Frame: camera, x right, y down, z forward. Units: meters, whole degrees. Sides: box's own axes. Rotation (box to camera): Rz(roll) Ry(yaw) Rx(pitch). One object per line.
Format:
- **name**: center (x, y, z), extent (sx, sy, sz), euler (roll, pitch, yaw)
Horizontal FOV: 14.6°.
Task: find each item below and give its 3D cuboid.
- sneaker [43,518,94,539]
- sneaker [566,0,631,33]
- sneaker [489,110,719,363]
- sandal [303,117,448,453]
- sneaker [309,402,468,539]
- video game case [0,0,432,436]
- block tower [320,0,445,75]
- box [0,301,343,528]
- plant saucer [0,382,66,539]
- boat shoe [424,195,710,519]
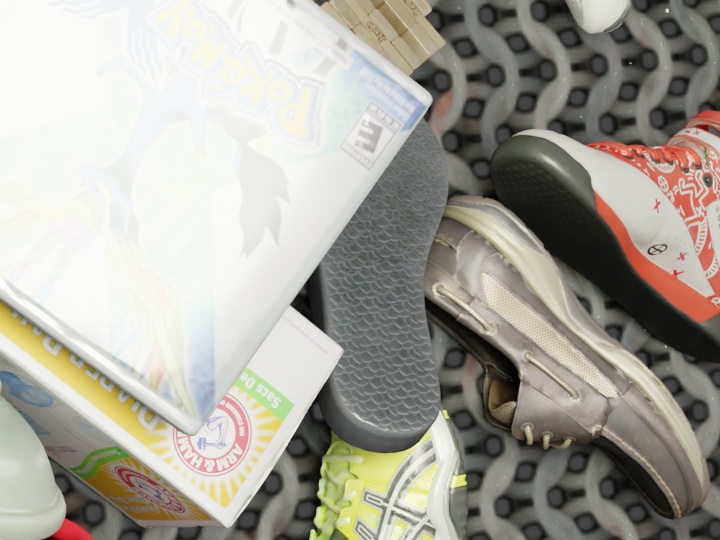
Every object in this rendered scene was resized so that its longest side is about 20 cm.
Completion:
- **sneaker**: center (-0.134, 0.177, 1.261), extent (0.200, 0.115, 0.078), euler (48, 68, -14)
- **sneaker**: center (0.076, -0.208, 1.432), extent (0.087, 0.075, 0.200), euler (-25, 90, -13)
- **sneaker**: center (0.147, -0.046, 1.426), extent (0.201, 0.067, 0.108), euler (39, 68, -38)
- **sandal**: center (-0.001, 0.000, 1.356), extent (0.076, 0.043, 0.200), euler (14, 54, -16)
- **sneaker**: center (0.005, 0.132, 1.356), extent (0.076, 0.075, 0.200), euler (-6, 87, -26)
- **video game case**: center (-0.097, -0.060, 1.191), extent (0.200, 0.022, 0.182), euler (37, 82, -15)
- **block tower**: center (-0.027, -0.083, 1.311), extent (0.054, 0.058, 0.200), euler (49, 36, -2)
- **box**: center (-0.126, 0.021, 1.281), extent (0.200, 0.112, 0.101), euler (40, 70, -19)
- **plant saucer**: center (-0.208, 0.048, 1.183), extent (0.200, 0.200, 0.050), euler (23, 97, -22)
- **boat shoe**: center (0.092, 0.054, 1.413), extent (0.073, 0.074, 0.200), euler (-42, 95, -12)
